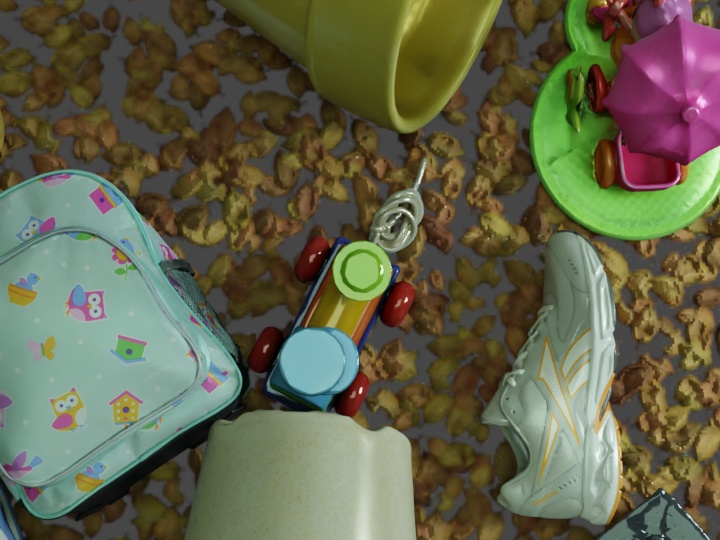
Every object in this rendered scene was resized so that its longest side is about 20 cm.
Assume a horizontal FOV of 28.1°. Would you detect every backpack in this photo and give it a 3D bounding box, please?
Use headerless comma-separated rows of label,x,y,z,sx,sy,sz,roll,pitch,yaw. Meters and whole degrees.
backpack,-0.187,0.039,0.924,0.175,0.153,0.201,-33,79,-2

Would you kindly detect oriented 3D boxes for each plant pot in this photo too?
plant pot,-0.040,0.192,0.904,0.198,0.201,0.185,5,71,-3
plant pot,-0.012,-0.219,0.953,0.188,0.201,0.202,26,81,16

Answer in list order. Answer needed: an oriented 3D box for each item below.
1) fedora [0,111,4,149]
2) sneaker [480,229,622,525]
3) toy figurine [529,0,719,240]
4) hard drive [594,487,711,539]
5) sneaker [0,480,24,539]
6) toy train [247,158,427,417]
fedora,-0.323,-0.052,0.941,0.199,0.082,0.202,-5,47,5
sneaker,0.126,0.072,0.977,0.091,0.076,0.202,-2,81,1
toy figurine,0.199,-0.134,0.951,0.149,0.184,0.202,-2,82,-4
hard drive,0.213,0.264,0.970,0.134,0.042,0.201,-36,86,-8
sneaker,-0.226,0.217,0.910,0.074,0.082,0.201,-31,107,5
toy train,0.000,0.000,0.954,0.084,0.116,0.201,27,82,0
